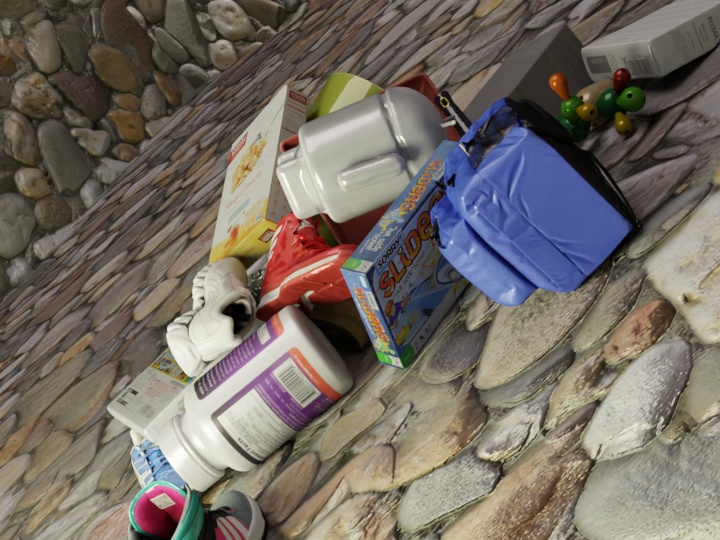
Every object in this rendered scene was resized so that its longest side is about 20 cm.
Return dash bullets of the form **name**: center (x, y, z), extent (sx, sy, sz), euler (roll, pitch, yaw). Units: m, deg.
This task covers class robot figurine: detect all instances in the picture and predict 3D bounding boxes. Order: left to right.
- **robot figurine**: center (0.010, -0.125, 1.655), extent (0.198, 0.114, 0.170), euler (-22, 22, 7)

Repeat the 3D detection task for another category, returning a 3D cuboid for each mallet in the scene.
- **mallet**: center (0.130, -0.119, 1.692), extent (0.066, 0.041, 0.200), euler (-46, 56, 6)

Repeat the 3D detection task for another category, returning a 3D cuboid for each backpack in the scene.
- **backpack**: center (0.149, -0.073, 1.493), extent (0.167, 0.163, 0.200), euler (-40, 16, 12)

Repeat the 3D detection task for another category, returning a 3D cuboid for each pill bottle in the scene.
- **pill bottle**: center (-0.115, 0.140, 1.635), extent (0.199, 0.112, 0.112), euler (-39, 16, 6)

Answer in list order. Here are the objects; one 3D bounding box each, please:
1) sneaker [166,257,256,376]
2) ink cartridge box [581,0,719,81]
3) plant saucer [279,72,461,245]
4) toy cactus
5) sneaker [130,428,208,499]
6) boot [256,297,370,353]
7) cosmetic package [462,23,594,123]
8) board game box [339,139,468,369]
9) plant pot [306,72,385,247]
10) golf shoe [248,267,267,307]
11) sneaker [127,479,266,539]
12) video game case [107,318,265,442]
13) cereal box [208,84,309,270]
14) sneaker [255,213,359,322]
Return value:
- **sneaker**: center (-0.145, 0.042, 1.690), extent (0.080, 0.076, 0.201), euler (-25, 22, 20)
- **ink cartridge box**: center (0.372, -0.276, 1.759), extent (0.198, 0.048, 0.160), euler (-27, 12, -16)
- **plant saucer**: center (0.039, -0.100, 1.744), extent (0.199, 0.201, 0.037), euler (-28, -18, -15)
- **toy cactus**: center (0.236, -0.172, 1.710), extent (0.200, 0.102, 0.165), euler (-38, 4, 42)
- **sneaker**: center (-0.222, 0.225, 1.721), extent (0.076, 0.077, 0.200), euler (-41, 17, -6)
- **boot**: center (0.000, 0.000, 1.782), extent (0.174, 0.066, 0.200), euler (16, 55, 38)
- **cosmetic package**: center (0.193, -0.196, 1.865), extent (0.106, 0.090, 0.201), euler (-17, 31, 55)
- **board game box**: center (0.065, -0.018, 1.585), extent (0.034, 0.136, 0.200), euler (13, 51, 37)
- **plant pot**: center (-0.025, -0.100, 1.866), extent (0.201, 0.187, 0.187), euler (-52, 18, -16)
- **golf shoe**: center (-0.145, 0.077, 1.986), extent (0.200, 0.078, 0.088), euler (-42, -17, 25)
- **sneaker**: center (-0.159, 0.239, 1.453), extent (0.083, 0.121, 0.200), euler (-36, 16, 14)
- **video game case**: center (-0.202, 0.115, 1.787), extent (0.182, 0.023, 0.200), euler (-45, 16, -13)
- **cereal box**: center (-0.120, -0.101, 1.820), extent (0.144, 0.039, 0.202), euler (-41, 34, 46)
- **sneaker**: center (-0.056, -0.022, 1.652), extent (0.199, 0.078, 0.117), euler (-28, 55, 52)
